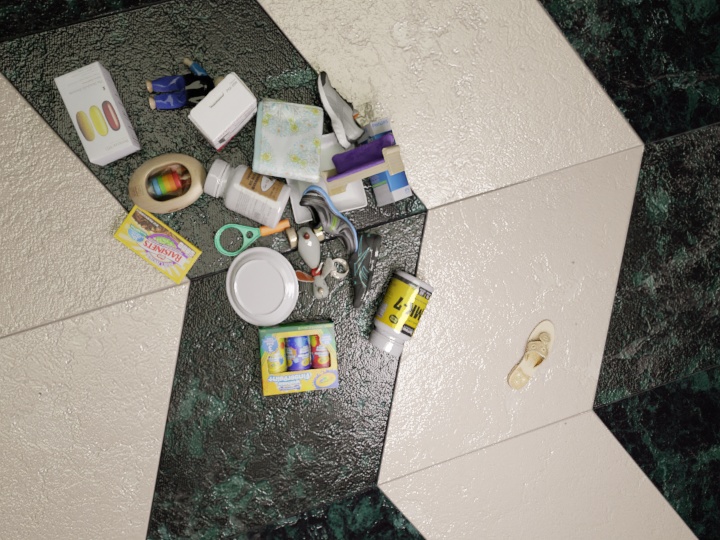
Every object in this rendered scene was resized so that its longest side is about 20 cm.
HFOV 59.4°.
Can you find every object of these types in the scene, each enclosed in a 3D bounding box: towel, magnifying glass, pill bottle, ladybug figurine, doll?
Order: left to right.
[{"bbox_3d":[-0.474,-0.213,1.558,0.195,0.072,0.139,-15,95,-7],"label":"ladybug figurine"},{"bbox_3d":[-0.424,-0.453,1.562,0.195,0.048,0.140,-8,96,-8],"label":"doll"},{"bbox_3d":[-0.281,-0.195,1.566,0.196,0.114,0.117,24,90,-6],"label":"pill bottle"},{"bbox_3d":[-0.277,-0.094,1.621,0.195,0.022,0.082,-16,96,-9],"label":"magnifying glass"},{"bbox_3d":[-0.178,-0.325,1.568,0.167,0.048,0.205,6,72,-10],"label":"towel"},{"bbox_3d":[0.102,0.112,1.646,0.112,0.114,0.204,25,90,-9],"label":"pill bottle"}]

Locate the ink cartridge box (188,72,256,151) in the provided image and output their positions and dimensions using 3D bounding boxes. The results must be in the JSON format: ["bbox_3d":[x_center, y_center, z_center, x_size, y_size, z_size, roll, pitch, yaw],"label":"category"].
[{"bbox_3d":[-0.323,-0.372,1.505,0.147,0.200,0.083,-45,99,-3],"label":"ink cartridge box"}]

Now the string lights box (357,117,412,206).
[{"bbox_3d":[0.057,-0.274,1.613,0.058,0.102,0.205,-21,97,-23],"label":"string lights box"}]

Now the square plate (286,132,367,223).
[{"bbox_3d":[-0.097,-0.243,1.635,0.193,0.028,0.205,-15,96,-8],"label":"square plate"}]

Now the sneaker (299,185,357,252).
[{"bbox_3d":[-0.082,-0.119,1.591,0.200,0.070,0.083,49,66,-18],"label":"sneaker"}]

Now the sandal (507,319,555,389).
[{"bbox_3d":[0.484,0.239,1.733,0.077,0.070,0.214,34,88,-9],"label":"sandal"}]

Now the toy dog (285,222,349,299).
[{"bbox_3d":[-0.119,-0.031,1.611,0.131,0.096,0.202,-37,98,-4],"label":"toy dog"}]

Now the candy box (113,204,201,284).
[{"bbox_3d":[-0.508,-0.066,1.586,0.198,0.026,0.103,37,91,-9],"label":"candy box"}]

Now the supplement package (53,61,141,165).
[{"bbox_3d":[-0.621,-0.369,1.506,0.112,0.109,0.204,-23,97,-6],"label":"supplement package"}]

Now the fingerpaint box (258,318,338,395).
[{"bbox_3d":[-0.160,0.223,1.633,0.195,0.073,0.172,-4,94,-8],"label":"fingerpaint box"}]

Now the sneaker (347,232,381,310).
[{"bbox_3d":[0.000,0.000,1.650,0.077,0.075,0.205,14,83,-2],"label":"sneaker"}]

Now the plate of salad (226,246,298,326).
[{"bbox_3d":[-0.250,0.041,1.616,0.195,0.048,0.206,2,100,13],"label":"plate of salad"}]

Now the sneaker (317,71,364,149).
[{"bbox_3d":[-0.052,-0.411,1.592,0.078,0.074,0.204,-25,85,7],"label":"sneaker"}]

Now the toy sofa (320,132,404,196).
[{"bbox_3d":[0.001,-0.258,1.541,0.196,0.083,0.100,-14,98,31],"label":"toy sofa"}]
